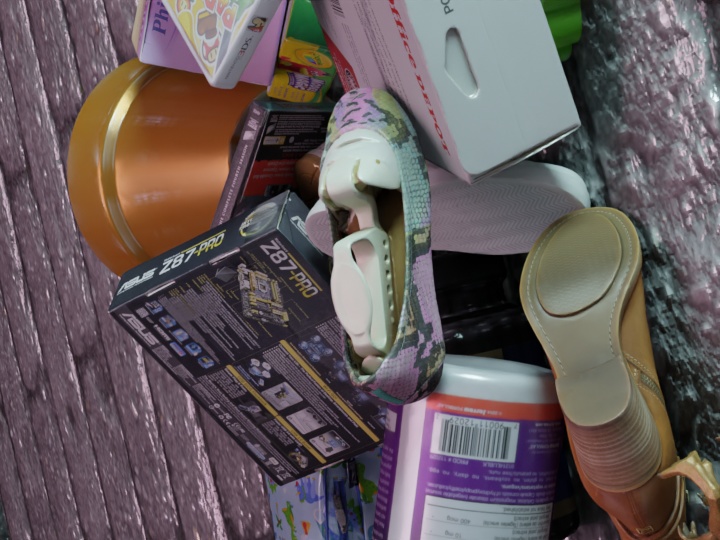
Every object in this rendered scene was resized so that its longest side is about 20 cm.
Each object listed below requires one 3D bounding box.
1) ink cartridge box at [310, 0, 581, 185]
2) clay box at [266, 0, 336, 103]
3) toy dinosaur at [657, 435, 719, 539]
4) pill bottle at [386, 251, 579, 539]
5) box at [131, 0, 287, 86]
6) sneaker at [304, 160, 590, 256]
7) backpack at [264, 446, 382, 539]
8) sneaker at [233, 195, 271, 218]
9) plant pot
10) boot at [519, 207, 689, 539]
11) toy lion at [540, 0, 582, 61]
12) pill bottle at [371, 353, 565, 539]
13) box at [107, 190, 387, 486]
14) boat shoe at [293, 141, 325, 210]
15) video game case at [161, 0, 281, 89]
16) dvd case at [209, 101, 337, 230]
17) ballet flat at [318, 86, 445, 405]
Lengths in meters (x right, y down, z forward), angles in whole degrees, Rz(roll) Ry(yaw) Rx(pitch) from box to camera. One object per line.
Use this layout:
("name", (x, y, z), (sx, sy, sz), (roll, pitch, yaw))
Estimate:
("ink cartridge box", (0.042, -0.152, 1.350), (0.200, 0.083, 0.147), (37, 150, 64))
("clay box", (-0.029, -0.190, 1.576), (0.200, 0.047, 0.115), (125, 158, -81))
("toy dinosaur", (0.224, 0.138, 1.206), (0.106, 0.060, 0.200), (57, 166, 3))
("pill bottle", (0.073, 0.088, 1.467), (0.112, 0.112, 0.201), (166, 92, -69))
("box", (-0.103, -0.237, 1.594), (0.200, 0.096, 0.177), (-125, 46, -78))
("sneaker", (0.067, -0.070, 1.428), (0.199, 0.116, 0.074), (-2, 135, 30))
("backpack", (-0.006, 0.168, 1.702), (0.163, 0.153, 0.201), (16, 129, 59))
("sneaker", (0.000, 0.000, 1.561), (0.081, 0.200, 0.074), (-44, 23, 44))
("plant pot", (-0.104, -0.081, 1.753), (0.183, 0.200, 0.201), (0, 101, 52))
("boot", (0.152, 0.073, 1.320), (0.200, 0.073, 0.155), (-86, -23, -44))
("toy lion", (0.080, -0.228, 1.368), (0.200, 0.068, 0.192), (-127, 25, -49))
("pill bottle", (0.063, 0.157, 1.356), (0.111, 0.111, 0.201), (-164, 81, -67))
("box", (-0.054, 0.053, 1.544), (0.161, 0.200, 0.049), (-24, 31, 33))
("boat shoe", (0.009, -0.028, 1.640), (0.071, 0.069, 0.200), (32, 154, 32))
("video game case", (-0.088, -0.249, 1.413), (0.182, 0.023, 0.200), (-58, 46, 31))
("dvd case", (-0.061, -0.031, 1.628), (0.022, 0.146, 0.201), (29, 110, 31))
("ballet flat", (0.006, -0.020, 1.300), (0.069, 0.071, 0.201), (-16, 74, 30))
